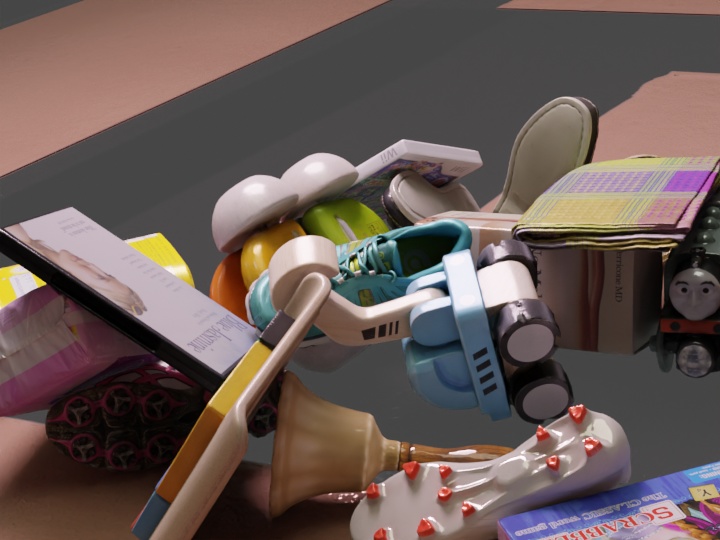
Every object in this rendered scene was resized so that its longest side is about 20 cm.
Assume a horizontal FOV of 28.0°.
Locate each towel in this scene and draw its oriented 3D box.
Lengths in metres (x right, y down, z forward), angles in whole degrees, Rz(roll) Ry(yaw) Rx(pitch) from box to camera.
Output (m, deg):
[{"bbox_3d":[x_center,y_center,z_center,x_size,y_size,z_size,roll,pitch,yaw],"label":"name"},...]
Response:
[{"bbox_3d":[0.215,-0.056,1.183,0.142,0.023,0.200,-1,20,24],"label":"towel"}]

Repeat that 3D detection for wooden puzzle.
[{"bbox_3d":[-0.096,0.109,0.991,0.037,0.186,0.201,31,32,-3],"label":"wooden puzzle"}]

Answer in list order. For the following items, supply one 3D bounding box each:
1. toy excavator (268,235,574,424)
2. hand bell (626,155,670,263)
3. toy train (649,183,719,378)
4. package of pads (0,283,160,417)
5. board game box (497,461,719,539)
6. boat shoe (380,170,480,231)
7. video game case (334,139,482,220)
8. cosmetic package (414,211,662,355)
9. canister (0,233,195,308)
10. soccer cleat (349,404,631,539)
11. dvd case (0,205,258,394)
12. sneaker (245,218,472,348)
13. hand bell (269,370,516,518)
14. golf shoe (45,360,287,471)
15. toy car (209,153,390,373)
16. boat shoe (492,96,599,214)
[{"bbox_3d":[0.046,0.043,1.097,0.197,0.196,0.100,-16,38,4],"label":"toy excavator"},{"bbox_3d":[0.256,-0.069,1.438,0.103,0.106,0.200,-8,9,-3],"label":"hand bell"},{"bbox_3d":[0.287,0.007,1.188,0.084,0.115,0.200,2,24,23],"label":"toy train"},{"bbox_3d":[-0.223,0.058,1.156,0.119,0.076,0.200,-26,-8,18],"label":"package of pads"},{"bbox_3d":[0.208,0.191,0.869,0.197,0.042,0.200,-13,23,-12],"label":"board game box"},{"bbox_3d":[0.059,-0.050,1.374,0.060,0.074,0.200,-33,-9,20],"label":"boat shoe"},{"bbox_3d":[0.005,-0.070,1.404,0.199,0.018,0.143,-29,-16,31],"label":"video game case"},{"bbox_3d":[0.150,0.008,1.229,0.198,0.105,0.087,3,10,27],"label":"cosmetic package"},{"bbox_3d":[-0.261,0.035,1.339,0.198,0.088,0.148,-13,23,-18],"label":"canister"},{"bbox_3d":[0.090,0.156,0.974,0.198,0.078,0.070,-23,47,12],"label":"soccer cleat"},{"bbox_3d":[-0.168,0.018,1.092,0.199,0.018,0.143,34,13,3],"label":"dvd case"},{"bbox_3d":[0.000,0.000,1.151,0.198,0.078,0.080,-20,-15,-22],"label":"sneaker"},{"bbox_3d":[0.038,0.134,1.030,0.197,0.105,0.104,6,23,2],"label":"hand bell"},{"bbox_3d":[-0.154,0.109,1.153,0.197,0.074,0.092,-8,14,-19],"label":"golf shoe"},{"bbox_3d":[-0.052,0.008,1.276,0.150,0.176,0.199,-40,-9,39],"label":"toy car"},{"bbox_3d":[0.177,-0.086,1.357,0.060,0.202,0.072,-24,59,-39],"label":"boat shoe"}]
